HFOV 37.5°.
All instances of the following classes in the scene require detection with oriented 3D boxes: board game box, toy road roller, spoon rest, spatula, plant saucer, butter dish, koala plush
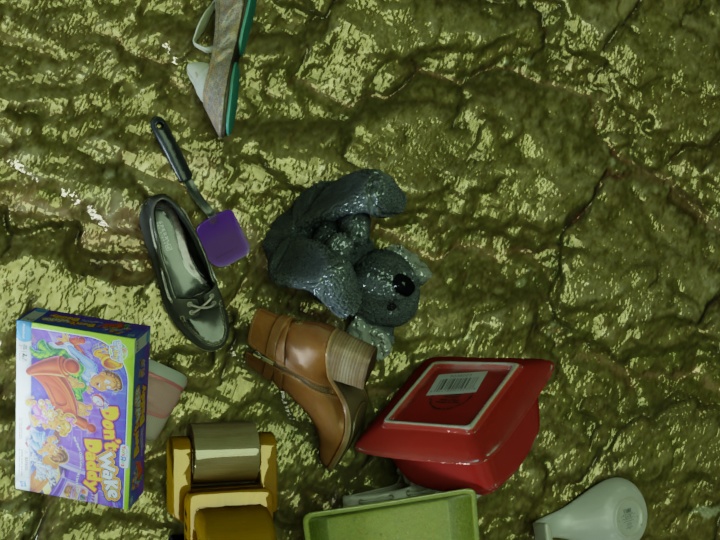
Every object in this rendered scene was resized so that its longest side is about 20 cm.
[{"bbox_3d":[-0.303,0.150,1.155,0.134,0.045,0.200,8,106,9],"label":"board game box"},{"bbox_3d":[-0.149,0.275,1.208,0.123,0.146,0.200,0,85,-19],"label":"toy road roller"},{"bbox_3d":[0.304,0.333,1.412,0.200,0.061,0.100,-3,87,-32],"label":"spoon rest"},{"bbox_3d":[-0.202,-0.098,1.291,0.056,0.021,0.200,-32,94,-24],"label":"spatula"},{"bbox_3d":[0.040,0.349,1.241,0.199,0.048,0.200,-8,105,-5],"label":"plant saucer"},{"bbox_3d":[0.131,0.205,1.281,0.199,0.200,0.148,-45,121,-42],"label":"butter dish"},{"bbox_3d":[0.000,0.000,1.297,0.200,0.184,0.178,38,66,-34],"label":"koala plush"}]

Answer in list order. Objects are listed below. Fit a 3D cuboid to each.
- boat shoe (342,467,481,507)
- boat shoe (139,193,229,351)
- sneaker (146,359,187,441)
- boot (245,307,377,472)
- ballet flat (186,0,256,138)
[{"bbox_3d":[0.070,0.274,1.326,0.200,0.071,0.070,-15,84,-18],"label":"boat shoe"},{"bbox_3d":[-0.209,0.004,1.260,0.067,0.057,0.200,-24,93,-19],"label":"boat shoe"},{"bbox_3d":[-0.304,0.133,1.205,0.200,0.075,0.105,26,72,-19],"label":"sneaker"},{"bbox_3d":[-0.071,0.143,1.278,0.155,0.200,0.077,18,39,11],"label":"boot"},{"bbox_3d":[-0.175,-0.259,1.302,0.067,0.068,0.200,8,76,2],"label":"ballet flat"}]
